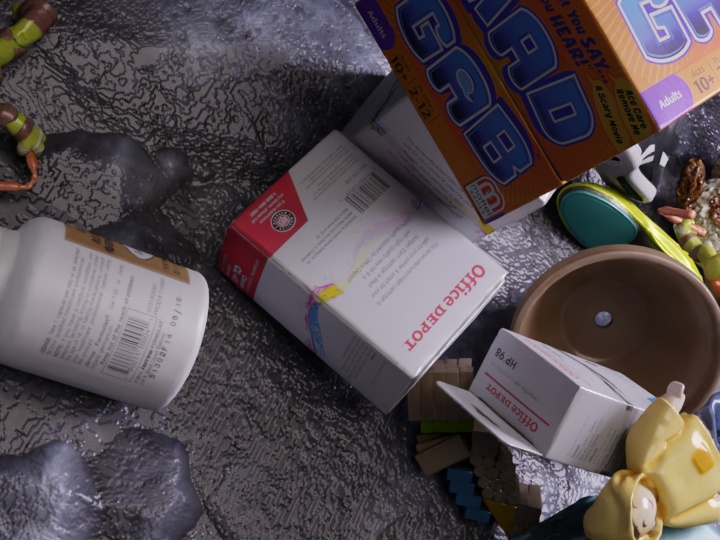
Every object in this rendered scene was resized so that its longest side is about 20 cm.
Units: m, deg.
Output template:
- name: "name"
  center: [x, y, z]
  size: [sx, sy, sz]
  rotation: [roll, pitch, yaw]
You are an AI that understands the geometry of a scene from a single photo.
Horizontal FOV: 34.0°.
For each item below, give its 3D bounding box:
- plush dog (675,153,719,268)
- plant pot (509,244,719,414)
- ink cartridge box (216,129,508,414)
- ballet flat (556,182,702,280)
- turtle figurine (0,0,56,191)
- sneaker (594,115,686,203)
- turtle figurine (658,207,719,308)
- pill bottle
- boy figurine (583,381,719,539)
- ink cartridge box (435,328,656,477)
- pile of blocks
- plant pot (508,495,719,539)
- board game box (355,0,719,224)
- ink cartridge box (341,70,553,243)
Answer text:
- name: "plush dog"
  center: [0.417, -0.072, 1.280]
  size: [0.172, 0.160, 0.200]
  rotation: [-36, 99, -13]
- name: "plant pot"
  center: [0.238, 0.061, 1.123]
  size: [0.201, 0.201, 0.093]
  rotation: [41, 17, -13]
- name: "ink cartridge box"
  center: [0.000, 0.000, 1.007]
  size: [0.200, 0.086, 0.148]
  rotation: [42, 57, 7]
- name: "ballet flat"
  center: [0.280, -0.037, 1.227]
  size: [0.200, 0.067, 0.067]
  rotation: [37, 39, -18]
- name: "turtle figurine"
  center: [-0.314, -0.167, 0.914]
  size: [0.200, 0.064, 0.162]
  rotation: [31, 61, -20]
- name: "sneaker"
  center: [0.263, -0.148, 1.141]
  size: [0.112, 0.073, 0.200]
  rotation: [-64, 154, -4]
- name: "turtle figurine"
  center: [0.375, 0.020, 1.145]
  size: [0.161, 0.200, 0.064]
  rotation: [25, 104, -48]
- name: "pill bottle"
  center: [-0.225, 0.024, 0.884]
  size: [0.200, 0.114, 0.115]
  rotation: [21, 66, -23]
- name: "boy figurine"
  center: [0.259, 0.151, 0.940]
  size: [0.200, 0.064, 0.125]
  rotation: [-26, 105, -24]
- name: "ink cartridge box"
  center: [0.175, 0.114, 0.989]
  size: [0.200, 0.116, 0.067]
  rotation: [21, 101, -35]
- name: "pile of blocks"
  center: [0.100, 0.164, 1.069]
  size: [0.200, 0.082, 0.062]
  rotation: [62, 14, -10]
- name: "plant pot"
  center: [0.224, 0.300, 0.997]
  size: [0.196, 0.196, 0.200]
  rotation: [-19, 89, -32]
- name: "board game box"
  center: [0.161, -0.188, 0.879]
  size: [0.200, 0.200, 0.200]
  rotation: [-32, 91, -33]
- name: "ink cartridge box"
  center: [0.090, -0.123, 1.056]
  size: [0.147, 0.200, 0.145]
  rotation: [43, 59, -12]
